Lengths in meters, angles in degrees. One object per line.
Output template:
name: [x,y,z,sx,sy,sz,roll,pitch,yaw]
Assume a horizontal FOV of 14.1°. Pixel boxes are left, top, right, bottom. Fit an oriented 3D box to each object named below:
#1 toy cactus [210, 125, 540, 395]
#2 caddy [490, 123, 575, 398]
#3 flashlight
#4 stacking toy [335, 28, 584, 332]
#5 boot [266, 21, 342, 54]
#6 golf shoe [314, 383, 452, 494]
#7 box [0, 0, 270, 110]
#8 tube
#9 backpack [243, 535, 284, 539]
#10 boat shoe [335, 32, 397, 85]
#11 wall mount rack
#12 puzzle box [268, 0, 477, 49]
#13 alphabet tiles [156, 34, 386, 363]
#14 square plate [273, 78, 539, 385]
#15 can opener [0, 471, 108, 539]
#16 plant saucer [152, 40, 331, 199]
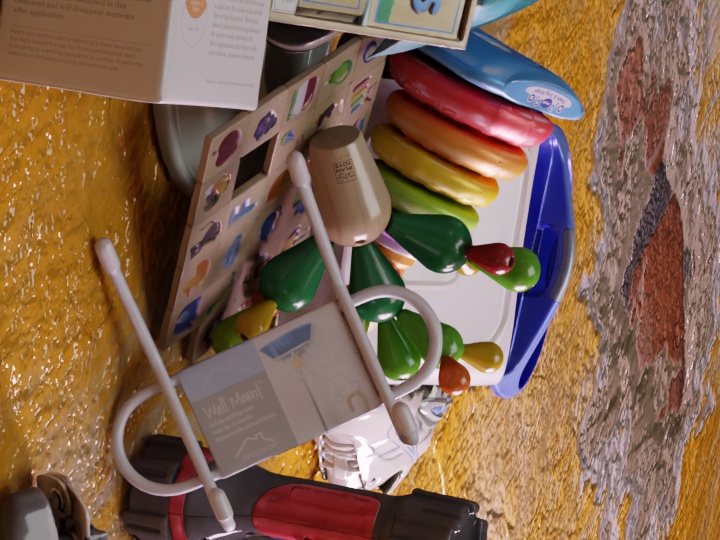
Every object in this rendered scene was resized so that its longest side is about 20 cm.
toy cactus: [0.000,0.000,1.689,0.102,0.199,0.166,-81,159,-60]
caddy: [0.103,-0.010,2.099,0.141,0.104,0.201,37,64,-69]
flashlight: [-0.034,0.141,1.658,0.068,0.199,0.068,63,41,-56]
stacking toy: [0.037,-0.048,1.759,0.116,0.110,0.201,15,106,-51]
boot: [0.011,-0.180,1.674,0.204,0.073,0.154,-54,168,-17]
golf shoe: [0.002,0.110,1.933,0.200,0.078,0.098,17,93,-66]
box: [-0.104,-0.187,1.471,0.124,0.097,0.201,-3,102,-69]
tube: [0.076,-0.165,1.714,0.051,0.077,0.200,58,31,-5]
backpack: [-0.028,0.248,1.814,0.190,0.153,0.201,2,94,-80]
boat shoe: [-0.005,-0.057,1.846,0.072,0.072,0.201,-35,137,-65]
wall mount rack: [-0.056,0.040,1.614,0.075,0.199,0.175,152,-87,-85]
puzzle box: [0.019,-0.223,1.549,0.132,0.025,0.201,5,104,-30]
alphabet tiles: [-0.051,-0.039,1.684,0.167,0.008,0.201,-37,154,-41]
square plate: [0.036,-0.020,1.839,0.199,0.028,0.199,0,103,-41]
can opener: [-0.168,0.203,1.563,0.067,0.053,0.201,-14,117,-33]
plant saucer: [-0.058,-0.135,1.691,0.200,0.050,0.201,9,90,-70]
